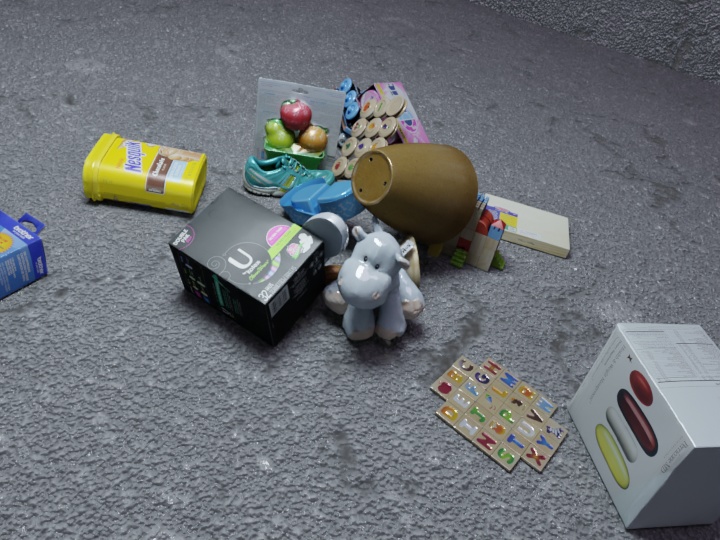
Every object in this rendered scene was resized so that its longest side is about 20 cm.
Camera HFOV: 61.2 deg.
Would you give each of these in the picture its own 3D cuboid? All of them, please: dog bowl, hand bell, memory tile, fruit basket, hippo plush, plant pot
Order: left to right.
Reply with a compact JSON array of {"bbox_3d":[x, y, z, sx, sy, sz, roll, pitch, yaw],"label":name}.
[{"bbox_3d":[-0.135,-0.313,1.314,0.182,0.202,0.094,6,39,-7],"label":"fruit basket"},{"bbox_3d":[-0.066,-0.134,1.169,0.198,0.050,0.112,1,36,40],"label":"dog bowl"},{"bbox_3d":[0.000,0.000,1.087,0.196,0.105,0.105,-7,41,-4],"label":"hand bell"},{"bbox_3d":[0.016,-0.287,1.321,0.017,0.202,0.152,31,-9,-38],"label":"memory tile"},{"bbox_3d":[0.039,0.013,0.949,0.158,0.161,0.201,33,76,4],"label":"hippo plush"},{"bbox_3d":[0.081,-0.150,1.084,0.198,0.188,0.186,6,31,-50],"label":"plant pot"}]

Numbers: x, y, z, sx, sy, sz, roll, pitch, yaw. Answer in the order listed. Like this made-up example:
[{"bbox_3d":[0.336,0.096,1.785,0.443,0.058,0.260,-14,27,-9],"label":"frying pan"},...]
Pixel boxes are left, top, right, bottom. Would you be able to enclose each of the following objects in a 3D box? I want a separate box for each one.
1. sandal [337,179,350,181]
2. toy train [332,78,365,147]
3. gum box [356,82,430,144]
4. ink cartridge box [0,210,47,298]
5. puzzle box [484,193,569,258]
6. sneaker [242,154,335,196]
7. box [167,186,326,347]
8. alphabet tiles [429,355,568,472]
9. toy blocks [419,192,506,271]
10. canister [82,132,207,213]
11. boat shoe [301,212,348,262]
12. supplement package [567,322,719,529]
[{"bbox_3d":[0.043,-0.149,1.285,0.209,0.071,0.077,9,10,28],"label":"sandal"},{"bbox_3d":[-0.029,-0.382,1.499,0.086,0.114,0.202,25,36,-36],"label":"toy train"},{"bbox_3d":[0.085,-0.334,1.429,0.113,0.066,0.202,-23,86,-50],"label":"gum box"},{"bbox_3d":[-0.582,-0.022,0.931,0.135,0.077,0.200,28,39,18],"label":"ink cartridge box"},{"bbox_3d":[0.360,-0.101,1.343,0.197,0.026,0.134,18,39,5],"label":"puzzle box"},{"bbox_3d":[-0.145,-0.198,1.268,0.197,0.080,0.078,0,40,-17],"label":"sneaker"},{"bbox_3d":[-0.175,-0.008,0.969,0.198,0.125,0.149,29,58,20],"label":"box"},{"bbox_3d":[0.210,0.213,0.932,0.199,0.006,0.166,35,44,25],"label":"alphabet tiles"},{"bbox_3d":[0.207,-0.093,1.197,0.198,0.138,0.100,25,39,13],"label":"toy blocks"},{"bbox_3d":[-0.407,-0.185,1.173,0.197,0.087,0.150,9,39,-7],"label":"canister"},{"bbox_3d":[-0.053,-0.053,0.991,0.073,0.200,0.068,39,65,4],"label":"boat shoe"},{"bbox_3d":[0.421,0.212,0.845,0.144,0.193,0.201,2,39,-13],"label":"supplement package"}]
